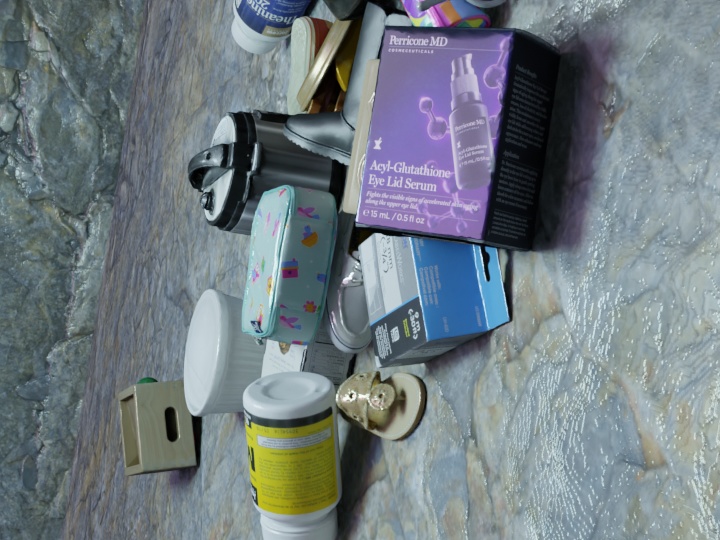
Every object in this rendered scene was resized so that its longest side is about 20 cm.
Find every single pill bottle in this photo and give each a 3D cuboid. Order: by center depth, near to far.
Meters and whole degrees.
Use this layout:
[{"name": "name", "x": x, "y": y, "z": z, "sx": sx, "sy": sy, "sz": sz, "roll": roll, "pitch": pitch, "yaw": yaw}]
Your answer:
[{"name": "pill bottle", "x": -0.080, "y": 0.235, "z": 1.478, "sx": 0.114, "sy": 0.114, "sz": 0.201, "roll": -140, "pitch": 44, "yaw": -65}, {"name": "pill bottle", "x": -0.139, "y": -0.438, "z": 1.930, "sx": 0.200, "sy": 0.111, "sz": 0.111, "roll": 130, "pitch": 142, "yaw": -54}]

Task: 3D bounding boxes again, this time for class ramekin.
[{"name": "ramekin", "x": -0.211, "y": 0.135, "z": 1.919, "sx": 0.202, "sy": 0.094, "sz": 0.203, "roll": -171, "pitch": 90, "yaw": -68}]

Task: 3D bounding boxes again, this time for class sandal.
[{"name": "sandal", "x": -0.001, "y": 0.155, "z": 1.413, "sx": 0.212, "sy": 0.069, "sz": 0.078, "roll": 169, "pitch": 108, "yaw": -67}]

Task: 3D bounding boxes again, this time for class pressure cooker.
[{"name": "pressure cooker", "x": -0.142, "y": -0.134, "z": 1.704, "sx": 0.179, "sy": 0.199, "sz": 0.176, "roll": -107, "pitch": 32, "yaw": -49}]

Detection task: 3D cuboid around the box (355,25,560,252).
[{"name": "box", "x": 0.093, "y": -0.127, "z": 1.155, "sx": 0.148, "sy": 0.104, "sz": 0.201, "roll": 7, "pitch": 90, "yaw": 33}]

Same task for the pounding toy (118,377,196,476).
[{"name": "pounding toy", "x": -0.355, "y": 0.266, "z": 2.220, "sx": 0.184, "sy": 0.142, "sz": 0.201, "roll": 152, "pitch": 113, "yaw": -65}]

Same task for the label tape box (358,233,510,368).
[{"name": "label tape box", "x": 0.071, "y": 0.010, "z": 1.268, "sx": 0.200, "sy": 0.063, "sz": 0.145, "roll": 143, "pitch": 121, "yaw": -62}]

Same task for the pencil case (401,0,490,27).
[{"name": "pencil case", "x": 0.061, "y": -0.327, "z": 1.316, "sx": 0.200, "sy": 0.088, "sz": 0.088, "roll": 59, "pitch": 146, "yaw": 12}]

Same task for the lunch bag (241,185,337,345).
[{"name": "lunch bag", "x": -0.097, "y": -0.003, "z": 1.515, "sx": 0.160, "sy": 0.077, "sz": 0.201, "roll": -179, "pitch": 99, "yaw": -68}]

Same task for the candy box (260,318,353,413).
[{"name": "candy box", "x": -0.064, "y": 0.074, "z": 1.602, "sx": 0.168, "sy": 0.071, "sz": 0.201, "roll": -162, "pitch": 82, "yaw": -68}]

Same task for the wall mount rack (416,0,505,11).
[{"name": "wall mount rack", "x": 0.066, "y": -0.341, "z": 1.238, "sx": 0.174, "sy": 0.200, "sz": 0.075, "roll": -46, "pitch": -7, "yaw": -20}]

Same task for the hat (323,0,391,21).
[{"name": "hat", "x": 0.000, "y": -0.366, "z": 1.515, "sx": 0.081, "sy": 0.200, "sz": 0.201, "roll": 65, "pitch": 153, "yaw": 3}]

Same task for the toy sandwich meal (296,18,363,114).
[{"name": "toy sandwich meal", "x": -0.023, "y": -0.282, "z": 1.635, "sx": 0.206, "sy": 0.070, "sz": 0.205, "roll": -61, "pitch": 8, "yaw": 14}]

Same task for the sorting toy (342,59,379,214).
[{"name": "sorting toy", "x": 0.056, "y": -0.148, "z": 1.387, "sx": 0.200, "sy": 0.036, "sz": 0.186, "roll": 13, "pitch": 94, "yaw": 53}]

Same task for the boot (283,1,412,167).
[{"name": "boot", "x": -0.007, "y": -0.239, "z": 1.510, "sx": 0.164, "sy": 0.066, "sz": 0.201, "roll": 25, "pitch": 114, "yaw": 25}]

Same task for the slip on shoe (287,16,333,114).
[{"name": "slip on shoe", "x": -0.068, "y": -0.275, "z": 1.770, "sx": 0.074, "sy": 0.061, "sz": 0.201, "roll": 45, "pitch": 138, "yaw": 49}]

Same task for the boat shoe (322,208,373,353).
[{"name": "boat shoe", "x": 0.000, "y": 0.000, "z": 1.480, "sx": 0.070, "sy": 0.071, "sz": 0.201, "roll": 138, "pitch": 143, "yaw": -62}]
